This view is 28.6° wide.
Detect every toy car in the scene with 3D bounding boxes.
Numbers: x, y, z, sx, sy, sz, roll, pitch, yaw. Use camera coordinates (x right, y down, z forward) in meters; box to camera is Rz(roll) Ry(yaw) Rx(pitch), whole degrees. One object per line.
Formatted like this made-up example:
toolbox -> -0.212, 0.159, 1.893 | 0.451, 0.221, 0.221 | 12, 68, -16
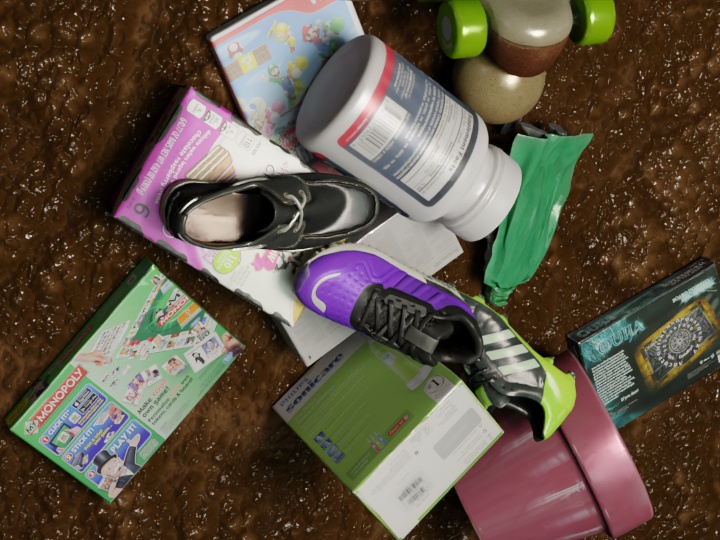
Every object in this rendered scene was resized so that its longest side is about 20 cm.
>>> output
toy car -> 0.130, -0.208, 1.374 | 0.162, 0.159, 0.202 | -8, 139, -19

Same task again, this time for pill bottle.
pill bottle -> 0.049, -0.116, 1.313 | 0.199, 0.119, 0.120 | 33, 91, -25

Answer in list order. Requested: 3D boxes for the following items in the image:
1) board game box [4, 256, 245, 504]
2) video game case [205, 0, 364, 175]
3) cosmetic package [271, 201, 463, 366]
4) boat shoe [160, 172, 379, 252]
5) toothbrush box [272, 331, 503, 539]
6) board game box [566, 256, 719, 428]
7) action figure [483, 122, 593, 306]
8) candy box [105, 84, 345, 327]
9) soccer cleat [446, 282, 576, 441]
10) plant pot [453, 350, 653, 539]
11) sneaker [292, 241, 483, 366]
board game box -> -0.221, 0.106, 1.338 | 0.200, 0.029, 0.135 | -49, 121, -4
video game case -> -0.047, -0.166, 1.339 | 0.142, 0.017, 0.202 | -31, 119, -14
cosmetic package -> 0.000, 0.000, 1.403 | 0.199, 0.051, 0.083 | -35, 117, -12
boat shoe -> -0.073, -0.047, 1.237 | 0.197, 0.068, 0.073 | -3, 100, -19
toothbrush box -> 0.023, 0.145, 1.379 | 0.146, 0.200, 0.086 | -45, 123, -6
board game box -> 0.337, 0.088, 1.625 | 0.198, 0.028, 0.137 | -28, 118, -16
action figure -> 0.166, -0.053, 1.466 | 0.117, 0.055, 0.203 | -2, 118, -38
candy box -> -0.113, -0.058, 1.289 | 0.199, 0.061, 0.138 | 32, 88, -20
soccer cleat -> 0.127, 0.088, 1.397 | 0.199, 0.068, 0.081 | 38, 65, -4
plant pot -> 0.190, 0.214, 1.510 | 0.177, 0.201, 0.202 | -27, 119, 0
sneaker -> 0.036, 0.039, 1.281 | 0.198, 0.100, 0.070 | 16, 113, -32
